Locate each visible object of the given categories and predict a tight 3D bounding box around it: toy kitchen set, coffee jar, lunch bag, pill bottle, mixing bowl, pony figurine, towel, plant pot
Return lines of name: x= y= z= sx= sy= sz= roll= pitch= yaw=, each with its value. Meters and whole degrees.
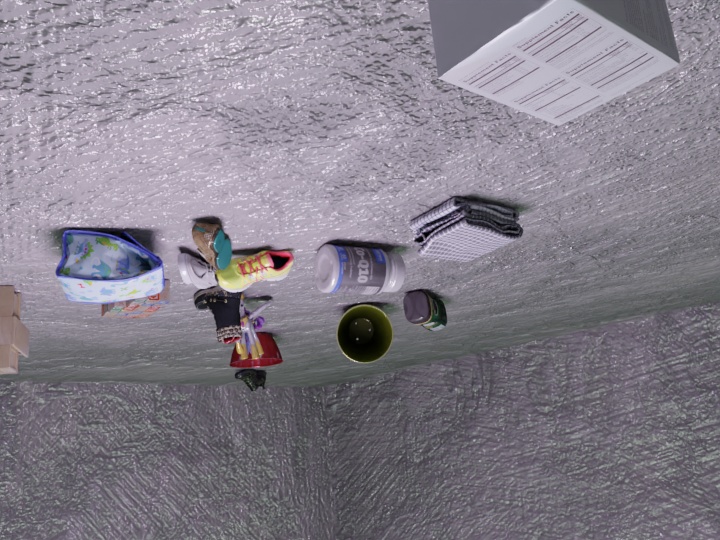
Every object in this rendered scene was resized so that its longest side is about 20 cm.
toy kitchen set: x=-0.929 y=0.159 z=1.640 sx=0.179 sy=0.202 sz=0.163 roll=-2 pitch=163 yaw=-14
coffee jar: x=0.207 y=0.129 z=2.127 sx=0.085 sy=0.105 sz=0.200 roll=-16 pitch=161 yaw=22
lunch bag: x=-0.509 y=-0.001 z=1.380 sx=0.198 sy=0.129 sz=0.170 roll=8 pitch=161 yaw=-13
pill bottle: x=0.000 y=0.000 z=1.590 sx=0.199 sy=0.115 sz=0.114 roll=3 pitch=162 yaw=-29
mixing bowl: x=-0.386 y=0.291 z=2.460 sx=0.198 sy=0.109 sz=0.200 roll=-5 pitch=164 yaw=-1
pony figurine: x=-0.328 y=0.149 z=1.911 sx=0.165 sy=0.202 sz=0.193 roll=-12 pitch=180 yaw=-1
towel: x=0.228 y=-0.083 z=1.440 sx=0.199 sy=0.086 sz=0.165 roll=6 pitch=159 yaw=-36
plant pot: x=0.008 y=0.206 z=2.241 sx=0.185 sy=0.189 sz=0.200 roll=-5 pitch=179 yaw=-4

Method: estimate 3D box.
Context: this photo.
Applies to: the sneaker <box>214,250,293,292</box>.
sneaker: x=-0.241 y=-0.011 z=1.532 sx=0.199 sy=0.079 sz=0.090 roll=-17 pitch=167 yaw=-36

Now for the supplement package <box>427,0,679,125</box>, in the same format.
supplement package: x=0.189 y=-0.266 z=0.671 sx=0.199 sy=0.153 sz=0.150 roll=7 pitch=160 yaw=-38

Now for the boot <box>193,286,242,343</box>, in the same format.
boot: x=-0.386 y=0.124 z=1.801 sx=0.073 sy=0.155 sz=0.203 roll=10 pitch=157 yaw=-43

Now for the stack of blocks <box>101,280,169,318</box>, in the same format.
stack of blocks: x=-0.586 y=0.073 z=1.728 sx=0.114 sy=0.059 sz=0.199 roll=7 pitch=160 yaw=-37

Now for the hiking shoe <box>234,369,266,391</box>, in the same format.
hiking shoe: x=-0.537 y=0.543 z=3.286 sx=0.075 sy=0.102 sz=0.199 roll=-18 pitch=160 yaw=35

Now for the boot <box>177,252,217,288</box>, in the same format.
boot: x=-0.355 y=-0.005 z=1.547 sx=0.095 sy=0.074 sz=0.200 roll=-13 pitch=172 yaw=0

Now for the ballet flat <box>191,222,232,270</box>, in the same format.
ballet flat: x=-0.316 y=-0.056 z=1.404 sx=0.065 sy=0.071 sz=0.200 roll=22 pitch=160 yaw=3
